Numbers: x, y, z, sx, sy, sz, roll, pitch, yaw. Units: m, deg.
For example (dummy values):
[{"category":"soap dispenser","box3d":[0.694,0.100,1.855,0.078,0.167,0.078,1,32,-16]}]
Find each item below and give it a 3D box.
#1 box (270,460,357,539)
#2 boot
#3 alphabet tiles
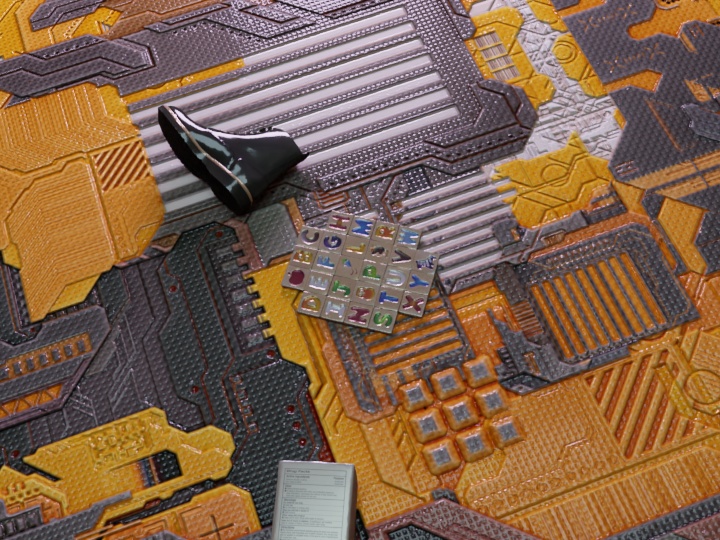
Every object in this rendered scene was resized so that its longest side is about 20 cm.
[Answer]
[{"category":"box","box3d":[-0.055,0.327,1.252,0.095,0.078,0.200,3,60,6]},{"category":"boot","box3d":[-0.186,-0.188,1.569,0.138,0.077,0.200,-38,77,-21]},{"category":"alphabet tiles","box3d":[0.000,0.000,1.476,0.200,0.006,0.167,12,62,12]}]
